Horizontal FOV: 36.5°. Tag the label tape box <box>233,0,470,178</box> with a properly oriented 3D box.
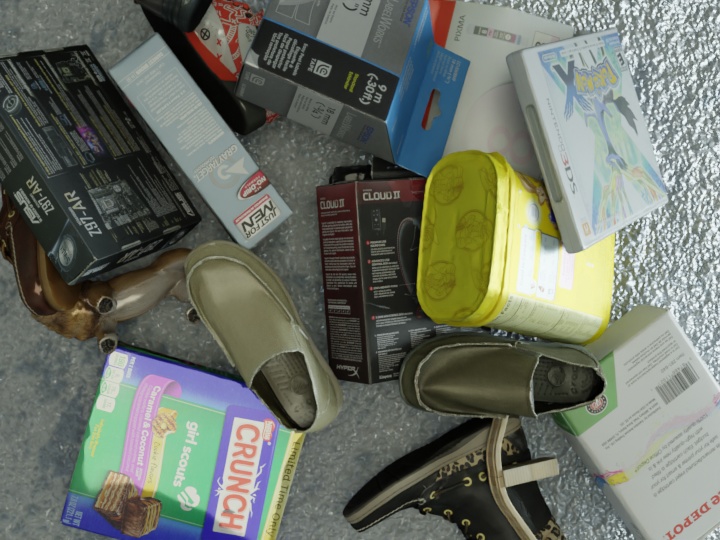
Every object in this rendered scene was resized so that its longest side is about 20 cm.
[{"bbox_3d":[0.004,-0.189,0.982,0.197,0.063,0.146,22,65,-7],"label":"label tape box"}]

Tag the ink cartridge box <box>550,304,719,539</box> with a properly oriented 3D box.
[{"bbox_3d":[0.288,0.159,1.079,0.144,0.084,0.201,-35,95,-4],"label":"ink cartridge box"}]

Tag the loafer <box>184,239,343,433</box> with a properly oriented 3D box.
[{"bbox_3d":[-0.083,0.061,0.957,0.075,0.068,0.201,-36,100,9],"label":"loafer"}]

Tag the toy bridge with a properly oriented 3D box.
[{"bbox_3d":[0.154,0.192,1.036,0.066,0.027,0.204,-7,87,-24],"label":"toy bridge"}]

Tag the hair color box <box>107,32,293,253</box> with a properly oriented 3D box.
[{"bbox_3d":[-0.146,-0.113,1.011,0.060,0.099,0.201,-38,96,-4],"label":"hair color box"}]

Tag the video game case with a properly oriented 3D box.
[{"bbox_3d":[0.219,-0.128,1.028,0.199,0.022,0.185,-24,97,-50],"label":"video game case"}]

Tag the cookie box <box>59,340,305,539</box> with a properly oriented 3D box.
[{"bbox_3d":[-0.161,0.176,1.032,0.197,0.075,0.174,16,89,-8],"label":"cookie box"}]

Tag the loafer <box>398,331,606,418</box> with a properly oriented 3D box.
[{"bbox_3d":[0.132,0.093,0.975,0.196,0.070,0.077,-3,93,-13],"label":"loafer"}]

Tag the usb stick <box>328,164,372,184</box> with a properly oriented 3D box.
[{"bbox_3d":[0.000,0.000,1.067,0.054,0.033,0.204,-3,93,0],"label":"usb stick"}]

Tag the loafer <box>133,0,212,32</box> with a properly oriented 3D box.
[{"bbox_3d":[-0.147,-0.305,0.986,0.071,0.073,0.202,22,53,-1],"label":"loafer"}]

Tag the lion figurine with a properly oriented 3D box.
[{"bbox_3d":[-0.208,0.018,1.020,0.197,0.122,0.074,-13,109,-22],"label":"lion figurine"}]

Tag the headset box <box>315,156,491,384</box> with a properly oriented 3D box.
[{"bbox_3d":[0.042,-0.006,1.023,0.147,0.075,0.204,-7,94,-33],"label":"headset box"}]

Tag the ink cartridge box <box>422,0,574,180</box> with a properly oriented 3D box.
[{"bbox_3d":[0.095,-0.180,1.064,0.197,0.057,0.165,13,91,-12],"label":"ink cartridge box"}]

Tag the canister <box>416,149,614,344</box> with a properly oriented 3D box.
[{"bbox_3d":[0.149,-0.013,1.003,0.198,0.086,0.151,14,78,-45],"label":"canister"}]

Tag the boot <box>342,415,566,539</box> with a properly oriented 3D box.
[{"bbox_3d":[0.097,0.242,1.067,0.198,0.073,0.152,-28,95,-13],"label":"boot"}]

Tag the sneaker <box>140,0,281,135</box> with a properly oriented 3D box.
[{"bbox_3d":[-0.123,-0.230,1.033,0.107,0.067,0.202,-33,80,-26],"label":"sneaker"}]

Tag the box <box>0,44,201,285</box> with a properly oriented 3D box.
[{"bbox_3d":[-0.247,-0.099,0.960,0.043,0.160,0.201,-35,88,30],"label":"box"}]

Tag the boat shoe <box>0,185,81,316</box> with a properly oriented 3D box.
[{"bbox_3d":[-0.289,-0.036,0.972,0.069,0.202,0.071,-16,136,4],"label":"boat shoe"}]
